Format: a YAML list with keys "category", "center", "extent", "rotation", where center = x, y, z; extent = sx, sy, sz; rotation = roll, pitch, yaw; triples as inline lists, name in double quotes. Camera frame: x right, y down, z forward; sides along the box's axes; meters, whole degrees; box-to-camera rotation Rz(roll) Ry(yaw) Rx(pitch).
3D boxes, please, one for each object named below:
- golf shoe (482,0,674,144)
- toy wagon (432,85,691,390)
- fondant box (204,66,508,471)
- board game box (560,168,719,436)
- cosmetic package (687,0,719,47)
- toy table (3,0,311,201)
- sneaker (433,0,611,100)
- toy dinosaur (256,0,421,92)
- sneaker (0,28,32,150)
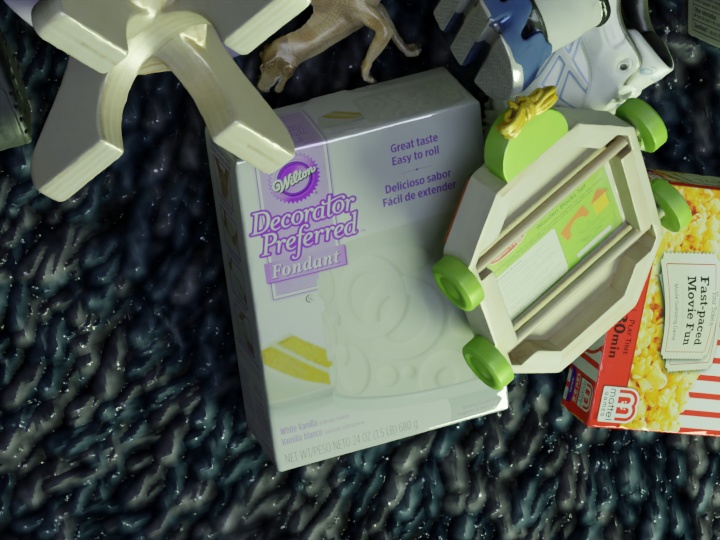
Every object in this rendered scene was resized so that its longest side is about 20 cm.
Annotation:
- category: "golf shoe"
  center: [0.124, -0.104, 1.680]
  extent: [0.097, 0.078, 0.201]
  rotation: [13, 107, 19]
- category: "toy wagon"
  center: [0.105, -0.031, 1.645]
  extent: [0.155, 0.040, 0.200]
  rotation: [-40, 138, -17]
- category: "fondant box"
  center: [0.000, 0.000, 1.681]
  extent: [0.144, 0.058, 0.200]
  rotation: [-15, 118, -14]
- category: "board game box"
  center: [0.231, 0.023, 1.788]
  extent: [0.199, 0.046, 0.152]
  rotation: [5, 104, -20]
- category: "cosmetic package"
  center: [0.238, -0.224, 1.690]
  extent: [0.071, 0.105, 0.201]
  rotation: [-7, 109, -18]
- category: "toy table"
  center: [-0.107, -0.130, 1.551]
  extent: [0.200, 0.117, 0.184]
  rotation: [17, 131, -38]
- category: "sneaker"
  center: [0.075, -0.199, 1.610]
  extent: [0.115, 0.081, 0.200]
  rotation: [-26, 84, -22]
- category: "toy dinosaur"
  center: [0.011, -0.178, 1.650]
  extent: [0.101, 0.058, 0.200]
  rotation: [20, 98, -21]
- category: "sneaker"
  center: [-0.239, -0.112, 1.570]
  extent: [0.104, 0.060, 0.200]
  rotation: [-14, 119, 5]
